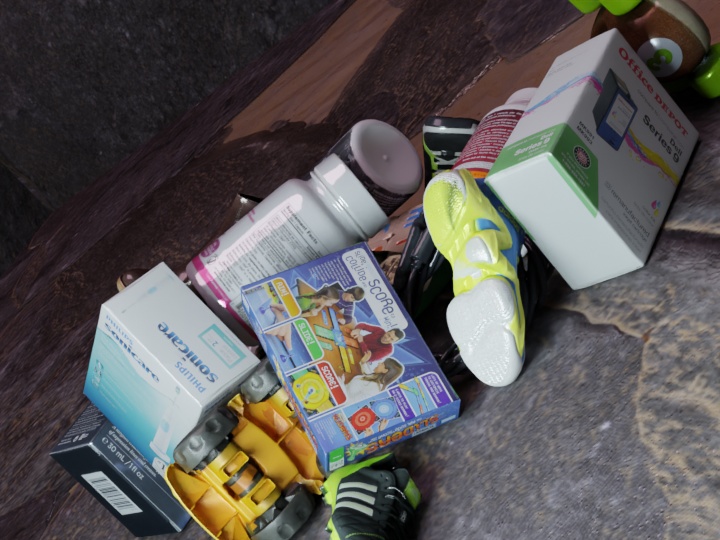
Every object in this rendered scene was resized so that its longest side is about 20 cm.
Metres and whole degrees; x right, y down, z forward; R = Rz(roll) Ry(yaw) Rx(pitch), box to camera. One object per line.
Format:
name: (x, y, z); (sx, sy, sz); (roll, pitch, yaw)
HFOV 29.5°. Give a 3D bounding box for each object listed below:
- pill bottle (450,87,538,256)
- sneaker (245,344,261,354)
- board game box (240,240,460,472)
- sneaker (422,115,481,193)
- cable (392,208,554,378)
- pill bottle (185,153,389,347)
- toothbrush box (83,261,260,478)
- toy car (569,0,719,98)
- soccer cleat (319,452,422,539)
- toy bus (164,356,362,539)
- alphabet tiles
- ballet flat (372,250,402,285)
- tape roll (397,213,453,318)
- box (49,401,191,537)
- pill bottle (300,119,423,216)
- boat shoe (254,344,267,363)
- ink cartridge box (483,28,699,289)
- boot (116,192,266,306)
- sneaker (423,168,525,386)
pill bottle: (0.161, -0.105, 1.461); (0.113, 0.113, 0.200); (-24, 26, 45)
sneaker: (-0.101, 0.066, 1.569); (0.073, 0.088, 0.200); (-10, -10, 1)
board game box: (-0.012, 0.075, 1.268); (0.135, 0.035, 0.200); (-20, 56, -14)
sneaker: (0.108, -0.113, 1.577); (0.200, 0.071, 0.083); (70, -156, -72)
cable: (0.103, 0.024, 1.322); (0.163, 0.051, 0.201); (9, 68, 30)
pill bottle: (-0.074, -0.023, 1.433); (0.200, 0.113, 0.113); (-40, 18, 0)
toothbrush box: (-0.198, 0.109, 1.402); (0.085, 0.146, 0.200); (-39, -15, -31)
toy car: (0.256, -0.192, 1.405); (0.200, 0.164, 0.158); (-52, 18, 1)
soccer cleat: (0.014, 0.207, 1.139); (0.081, 0.068, 0.200); (-28, 18, 2)
toy bus: (-0.095, 0.180, 1.359); (0.200, 0.136, 0.192); (-45, 2, -16)
alphabet tiles: (0.019, 0.007, 1.501); (0.195, 0.015, 0.200); (-23, 30, 40)
ballet flat: (0.000, 0.000, 1.466); (0.067, 0.046, 0.200); (-51, 24, -15)
tape roll: (0.027, 0.012, 1.579); (0.200, 0.048, 0.201); (-38, 18, 15)
box: (-0.226, 0.180, 1.566); (0.107, 0.148, 0.200); (-20, 29, 50)
pill bottle: (-0.023, -0.083, 1.627); (0.200, 0.106, 0.106); (-41, 14, 41)
boat shoe: (-0.038, 0.081, 1.399); (0.200, 0.075, 0.069); (-40, 41, 42)
ink cartridge box: (0.221, -0.106, 1.281); (0.087, 0.145, 0.200); (-24, 26, 44)
boot: (-0.169, -0.020, 1.591); (0.072, 0.199, 0.167); (-109, 36, -60)
sneaker: (0.127, 0.001, 1.249); (0.076, 0.201, 0.105); (-13, 0, 41)
